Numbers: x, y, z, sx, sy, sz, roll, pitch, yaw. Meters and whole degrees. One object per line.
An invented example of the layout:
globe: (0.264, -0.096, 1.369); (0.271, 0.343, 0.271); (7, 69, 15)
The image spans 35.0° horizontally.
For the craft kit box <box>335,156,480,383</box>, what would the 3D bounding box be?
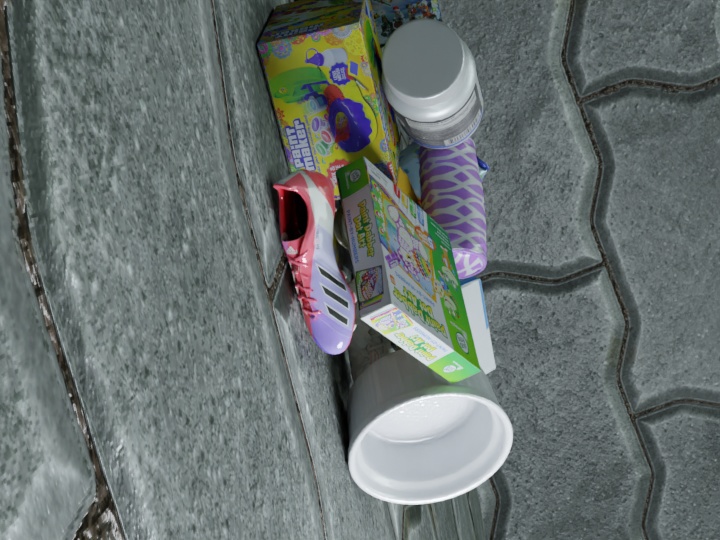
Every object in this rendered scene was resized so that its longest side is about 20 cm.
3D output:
craft kit box: (0.053, 0.002, 1.274); (0.200, 0.048, 0.198); (37, 37, -48)

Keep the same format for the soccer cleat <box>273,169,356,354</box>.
soccer cleat: (-0.053, -0.006, 1.207); (0.076, 0.066, 0.201); (-16, 103, -53)

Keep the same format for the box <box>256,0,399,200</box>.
box: (-0.032, -0.212, 1.371); (0.193, 0.121, 0.201); (-83, 161, -64)

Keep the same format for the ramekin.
ramekin: (0.076, 0.183, 1.383); (0.098, 0.199, 0.201); (-105, 178, -47)

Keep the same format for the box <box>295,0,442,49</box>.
box: (0.010, -0.380, 1.612); (0.040, 0.199, 0.138); (-7, 86, -83)

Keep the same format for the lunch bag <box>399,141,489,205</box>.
lunch bag: (0.070, -0.100, 1.659); (0.127, 0.170, 0.200); (46, -23, 5)

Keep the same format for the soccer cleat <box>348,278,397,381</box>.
soccer cleat: (0.016, 0.100, 1.442); (0.085, 0.068, 0.201); (-84, 171, -57)

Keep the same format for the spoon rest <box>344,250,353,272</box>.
spoon rest: (0.000, 0.000, 1.555); (0.099, 0.060, 0.201); (66, 16, -61)

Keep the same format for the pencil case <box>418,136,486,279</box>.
pencil case: (0.117, -0.081, 1.466); (0.086, 0.083, 0.201); (96, -5, -61)

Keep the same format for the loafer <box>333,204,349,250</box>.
loafer: (0.005, -0.057, 1.450); (0.200, 0.069, 0.076); (-16, 96, -68)

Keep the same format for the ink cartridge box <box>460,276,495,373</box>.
ink cartridge box: (0.091, 0.071, 1.654); (0.200, 0.084, 0.145); (16, -57, 52)

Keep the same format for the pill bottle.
pill bottle: (0.086, -0.223, 1.373); (0.200, 0.113, 0.115); (41, 39, -77)

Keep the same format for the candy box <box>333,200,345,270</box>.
candy box: (-0.042, -0.042, 1.422); (0.200, 0.026, 0.103); (-86, 167, -63)

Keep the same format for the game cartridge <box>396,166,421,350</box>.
game cartridge: (0.056, -0.007, 1.423); (0.201, 0.032, 0.177); (-78, 150, -48)
